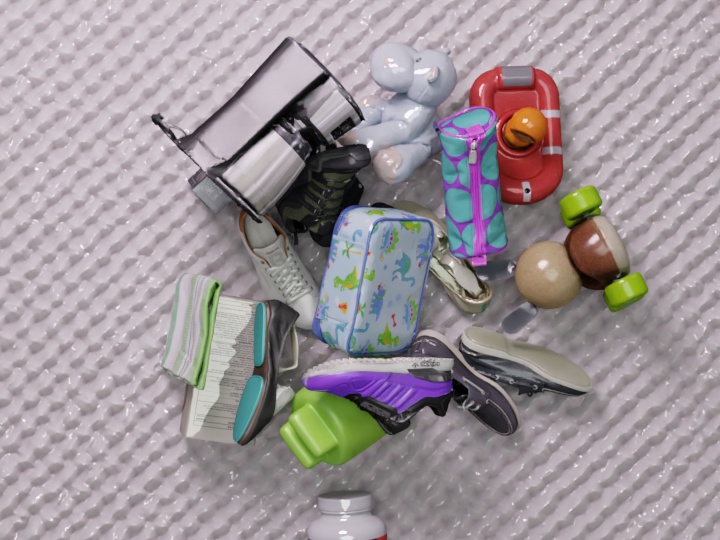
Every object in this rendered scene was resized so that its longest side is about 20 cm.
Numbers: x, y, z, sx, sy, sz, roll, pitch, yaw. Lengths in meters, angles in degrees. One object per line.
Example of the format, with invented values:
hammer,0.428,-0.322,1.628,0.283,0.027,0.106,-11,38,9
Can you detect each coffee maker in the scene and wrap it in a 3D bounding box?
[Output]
coffee maker,-0.126,-0.192,1.455,0.192,0.135,0.200,45,88,-13

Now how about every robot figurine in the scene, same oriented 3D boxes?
robot figurine,-0.013,0.188,1.594,0.200,0.176,0.116,-31,75,-33

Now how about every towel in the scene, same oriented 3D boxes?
towel,-0.232,0.078,1.578,0.031,0.200,0.150,9,89,-19

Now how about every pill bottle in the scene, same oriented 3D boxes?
pill bottle,-0.016,0.412,1.616,0.112,0.112,0.201,-3,89,-1

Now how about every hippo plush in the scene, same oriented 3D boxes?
hippo plush,0.067,-0.219,1.585,0.200,0.159,0.161,20,130,2

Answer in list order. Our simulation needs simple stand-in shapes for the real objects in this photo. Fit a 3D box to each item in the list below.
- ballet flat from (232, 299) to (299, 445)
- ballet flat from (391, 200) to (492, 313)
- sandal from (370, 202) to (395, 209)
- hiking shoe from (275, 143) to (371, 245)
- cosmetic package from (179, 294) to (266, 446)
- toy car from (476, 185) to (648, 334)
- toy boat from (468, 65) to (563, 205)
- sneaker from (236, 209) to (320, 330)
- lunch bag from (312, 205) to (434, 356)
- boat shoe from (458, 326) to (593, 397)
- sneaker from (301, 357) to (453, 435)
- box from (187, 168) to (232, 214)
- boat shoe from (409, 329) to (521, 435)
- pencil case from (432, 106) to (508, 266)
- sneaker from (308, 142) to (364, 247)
ballet flat,-0.119,0.140,1.566,0.068,0.068,0.201,12,87,-23
ballet flat,0.116,-0.023,1.653,0.069,0.069,0.200,-42,89,-2
sandal,0.001,0.000,1.656,0.048,0.075,0.201,19,91,39
hiking shoe,-0.042,-0.102,1.563,0.076,0.200,0.101,-18,85,-39
cosmetic package,-0.186,0.136,1.626,0.103,0.087,0.201,11,87,-14
toy car,0.271,0.004,1.619,0.200,0.158,0.165,-27,80,6
toy boat,0.224,-0.192,1.624,0.130,0.131,0.201,-3,88,-5
sneaker,-0.116,-0.001,1.640,0.073,0.085,0.200,-33,91,-3
lunch bag,0.023,0.015,1.583,0.082,0.161,0.201,20,104,39
boat shoe,0.228,0.145,1.653,0.199,0.075,0.066,18,118,-8
sneaker,0.025,0.162,1.492,0.199,0.070,0.100,-1,89,-10
box,-0.148,-0.168,1.604,0.200,0.158,0.048,-44,104,-2
boat shoe,0.141,0.172,1.628,0.200,0.073,0.063,45,48,-11
pencil case,0.150,-0.114,1.568,0.085,0.092,0.200,-9,118,2
sneaker,-0.039,-0.127,1.665,0.083,0.072,0.201,-6,88,-29
